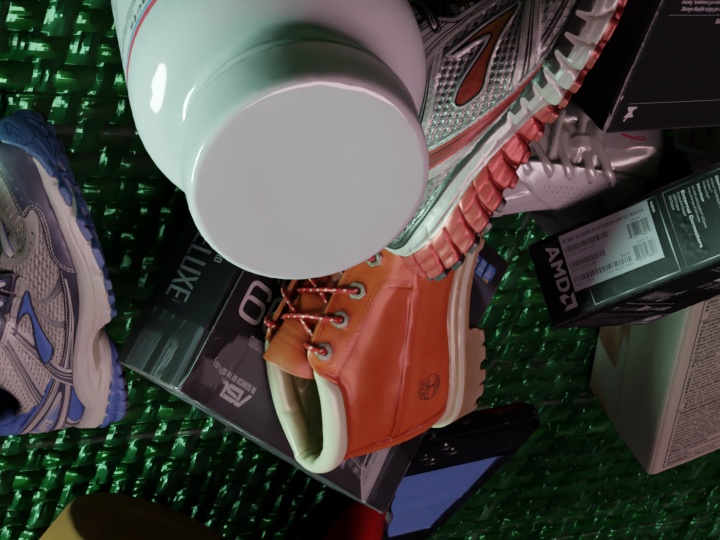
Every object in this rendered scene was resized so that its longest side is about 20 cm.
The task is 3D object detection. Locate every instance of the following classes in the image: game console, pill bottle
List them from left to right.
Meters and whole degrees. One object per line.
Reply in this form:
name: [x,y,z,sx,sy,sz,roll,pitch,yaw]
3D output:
pill bottle: [-0.037,-0.093,0.615,0.107,0.201,0.110,-8,132,-9]
game console: [0.021,0.185,0.993,0.170,0.120,0.200,-8,153,-29]

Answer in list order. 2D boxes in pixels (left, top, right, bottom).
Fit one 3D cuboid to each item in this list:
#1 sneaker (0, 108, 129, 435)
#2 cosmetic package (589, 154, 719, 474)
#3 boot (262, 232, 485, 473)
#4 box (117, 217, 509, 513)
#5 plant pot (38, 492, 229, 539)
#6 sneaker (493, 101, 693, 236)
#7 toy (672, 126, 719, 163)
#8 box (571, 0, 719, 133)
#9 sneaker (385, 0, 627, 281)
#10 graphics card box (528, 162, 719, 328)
sneaker: [-0.161,0.015,0.765,0.084,0.077,0.201,-16,138,-15]
cosmetic package: [0.216,0.023,1.030,0.102,0.088,0.201,-17,139,-19]
boot: [0.000,0.000,0.757,0.106,0.075,0.202,-23,120,-31]
box: [-0.017,0.019,0.840,0.200,0.049,0.159,40,74,-50]
plant pot: [-0.131,0.221,0.920,0.199,0.200,0.141,20,102,-45]
sneaker: [0.103,-0.065,0.842,0.099,0.079,0.199,-14,168,41]
toy: [0.245,-0.104,0.901,0.198,0.117,0.047,13,166,-40]
box: [0.189,-0.145,0.744,0.198,0.079,0.142,-6,130,-34]
sneaker: [0.051,-0.093,0.664,0.082,0.078,0.201,31,108,-6]
graphics card box: [0.200,-0.025,0.839,0.199,0.051,0.125,-26,167,30]
